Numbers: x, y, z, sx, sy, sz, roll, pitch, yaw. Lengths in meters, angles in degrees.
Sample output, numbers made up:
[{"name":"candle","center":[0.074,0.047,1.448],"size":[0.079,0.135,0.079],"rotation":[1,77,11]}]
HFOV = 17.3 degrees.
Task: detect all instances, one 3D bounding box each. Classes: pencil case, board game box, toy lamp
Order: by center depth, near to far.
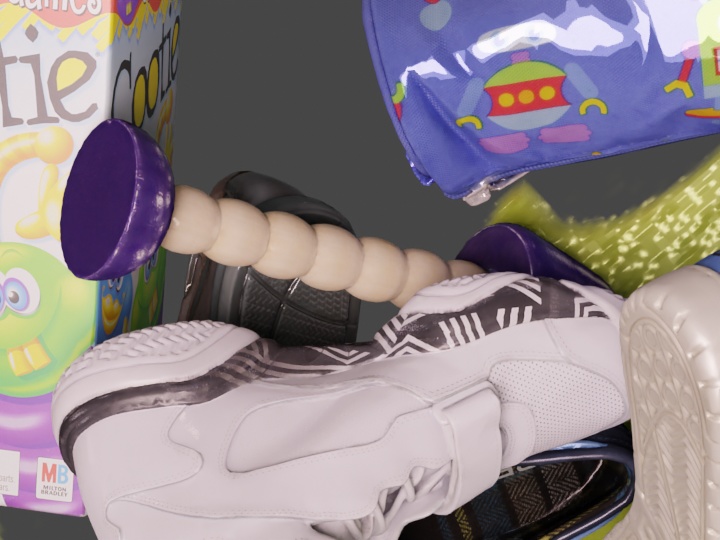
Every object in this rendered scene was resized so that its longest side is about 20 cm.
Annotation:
[{"name":"pencil case","center":[0.099,-0.076,0.782],"size":[0.199,0.078,0.087],"rotation":[-10,102,12]},{"name":"toy lamp","center":[0.000,0.000,0.783],"size":[0.199,0.058,0.058],"rotation":[12,109,-31]},{"name":"board game box","center":[-0.125,-0.032,0.817],"size":[0.104,0.103,0.201],"rotation":[6,105,8]}]

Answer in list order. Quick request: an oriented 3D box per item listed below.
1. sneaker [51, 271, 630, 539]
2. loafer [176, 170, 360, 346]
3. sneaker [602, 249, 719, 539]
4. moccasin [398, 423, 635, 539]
[{"name":"sneaker","center":[0.007,0.071,0.737],"size":[0.199,0.115,0.075],"rotation":[-6,143,-7]},{"name":"loafer","center":[-0.045,0.062,0.858],"size":[0.072,0.063,0.201],"rotation":[3,110,-29]},{"name":"sneaker","center":[0.139,0.064,0.757],"size":[0.111,0.077,0.201],"rotation":[-23,134,-20]},{"name":"moccasin","center":[0.003,0.089,0.808],"size":[0.199,0.068,0.081],"rotation":[-29,111,-9]}]
